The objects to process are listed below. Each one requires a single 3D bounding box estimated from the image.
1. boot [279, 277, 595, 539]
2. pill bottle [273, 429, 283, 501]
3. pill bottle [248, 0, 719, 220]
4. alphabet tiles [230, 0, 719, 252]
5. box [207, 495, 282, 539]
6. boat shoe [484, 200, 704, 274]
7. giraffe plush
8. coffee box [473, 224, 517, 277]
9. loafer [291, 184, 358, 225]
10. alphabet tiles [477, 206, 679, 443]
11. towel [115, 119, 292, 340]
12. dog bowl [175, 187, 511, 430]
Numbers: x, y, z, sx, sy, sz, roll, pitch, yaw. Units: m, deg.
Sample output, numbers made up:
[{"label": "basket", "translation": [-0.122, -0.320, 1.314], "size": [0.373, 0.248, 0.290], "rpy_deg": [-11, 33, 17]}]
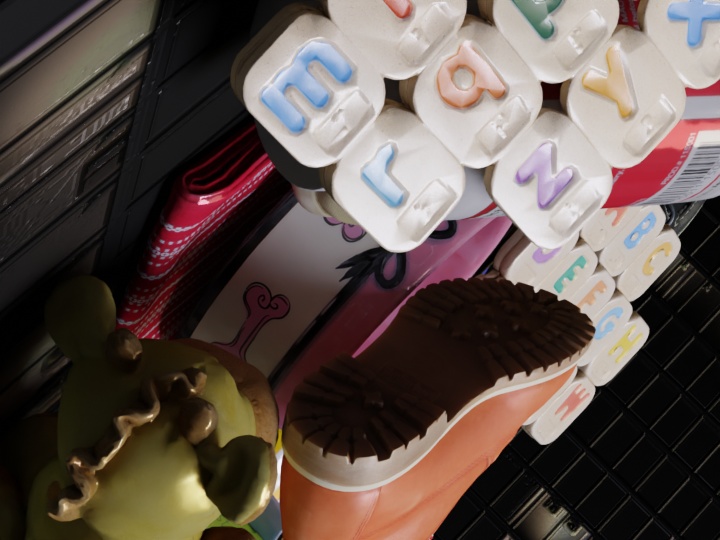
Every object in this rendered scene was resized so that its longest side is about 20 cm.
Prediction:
[{"label": "boot", "translation": [0.032, 0.075, 0.923], "size": [0.199, 0.075, 0.108], "rpy_deg": [-28, 139, -42]}, {"label": "pill bottle", "translation": [-0.052, 0.078, 1.139], "size": [0.200, 0.109, 0.109], "rpy_deg": [-44, 172, -13]}, {"label": "pill bottle", "translation": [0.062, -0.078, 0.772], "size": [0.199, 0.113, 0.112], "rpy_deg": [-5, 147, -34]}, {"label": "alphabet tiles", "translation": [0.051, -0.105, 0.672], "size": [0.200, 0.196, 0.015], "rpy_deg": [-47, -144, -1]}, {"label": "box", "translation": [-0.123, 0.147, 1.055], "size": [0.048, 0.122, 0.200], "rpy_deg": [-26, 160, -42]}, {"label": "boat shoe", "translation": [0.159, -0.034, 1.231], "size": [0.199, 0.075, 0.066], "rpy_deg": [-35, -177, -12]}, {"label": "giraffe plush", "translation": [-0.099, 0.090, 0.839], "size": [0.163, 0.172, 0.200], "rpy_deg": [-63, -178, 25]}, {"label": "coffee box", "translation": [0.096, -0.080, 1.234], "size": [0.200, 0.080, 0.114], "rpy_deg": [-44, 173, -14]}, {"label": "loafer", "translation": [0.051, -0.096, 0.875], "size": [0.201, 0.068, 0.076], "rpy_deg": [-55, 156, -5]}, {"label": "alphabet tiles", "translation": [0.109, 0.036, 1.163], "size": [0.196, 0.015, 0.200], "rpy_deg": [-47, 148, -1]}, {"label": "towel", "translation": [-0.059, -0.021, 0.943], "size": [0.144, 0.022, 0.200], "rpy_deg": [-40, 170, -34]}, {"label": "dog bowl", "translation": [0.000, 0.000, 1.006], "size": [0.200, 0.074, 0.200], "rpy_deg": [-44, 172, -8]}]
